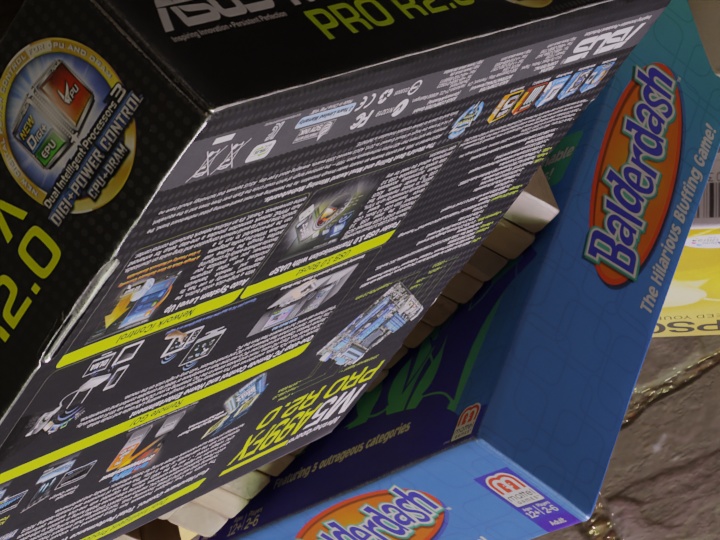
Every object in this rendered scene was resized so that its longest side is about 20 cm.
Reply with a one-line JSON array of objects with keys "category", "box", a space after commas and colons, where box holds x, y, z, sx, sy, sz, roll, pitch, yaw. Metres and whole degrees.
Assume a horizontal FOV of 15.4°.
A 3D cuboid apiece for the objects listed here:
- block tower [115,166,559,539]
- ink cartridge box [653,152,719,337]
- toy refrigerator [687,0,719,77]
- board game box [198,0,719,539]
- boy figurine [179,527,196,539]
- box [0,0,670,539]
[{"category": "block tower", "box": [-0.029, 0.015, 0.759, 0.054, 0.058, 0.200, 27, 120, -35]}, {"category": "ink cartridge box", "box": [0.107, 0.003, 1.315, 0.196, 0.047, 0.200, -3, 155, 10]}, {"category": "toy refrigerator", "box": [0.145, -0.108, 0.557, 0.076, 0.070, 0.200, -16, 173, -28]}, {"category": "board game box", "box": [0.038, -0.002, 0.801, 0.152, 0.045, 0.201, -29, -149, 51]}, {"category": "boy figurine", "box": [-0.073, 0.059, 0.897, 0.124, 0.064, 0.201, -44, 163, -54]}, {"category": "box", "box": [-0.030, -0.007, 0.577, 0.160, 0.044, 0.200, -52, 163, 30]}]
